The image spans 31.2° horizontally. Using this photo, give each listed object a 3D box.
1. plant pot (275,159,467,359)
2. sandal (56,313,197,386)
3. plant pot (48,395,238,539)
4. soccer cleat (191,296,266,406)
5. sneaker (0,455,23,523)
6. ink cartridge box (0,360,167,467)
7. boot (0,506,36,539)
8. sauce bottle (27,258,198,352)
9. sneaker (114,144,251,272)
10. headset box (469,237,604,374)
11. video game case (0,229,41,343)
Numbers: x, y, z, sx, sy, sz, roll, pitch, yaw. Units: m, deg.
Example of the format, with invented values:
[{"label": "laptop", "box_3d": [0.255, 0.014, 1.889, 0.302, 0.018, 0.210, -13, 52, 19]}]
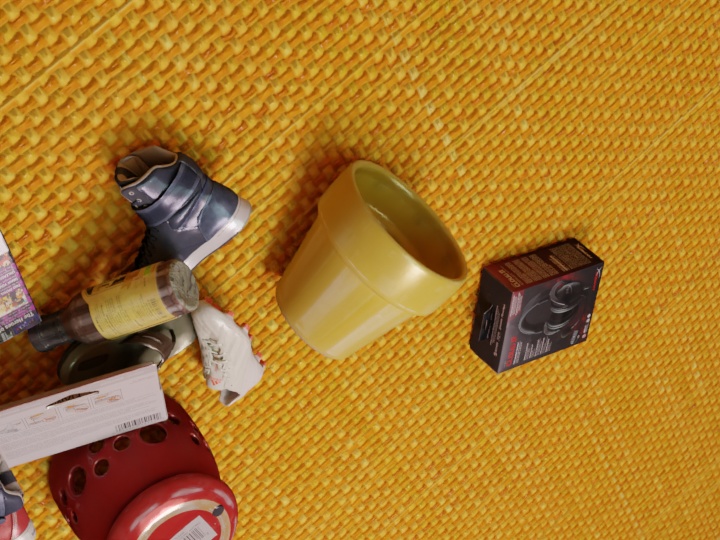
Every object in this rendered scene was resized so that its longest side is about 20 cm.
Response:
[{"label": "plant pot", "box_3d": [0.000, 0.000, 1.589, 0.189, 0.202, 0.200, -44, 140, 22]}, {"label": "sandal", "box_3d": [-0.265, 0.101, 1.520, 0.200, 0.057, 0.081, -22, 137, -44]}, {"label": "plant pot", "box_3d": [-0.260, 0.279, 1.583, 0.198, 0.182, 0.203, -19, 129, -26]}, {"label": "soccer cleat", "box_3d": [-0.168, 0.105, 1.585, 0.078, 0.069, 0.201, -53, 154, -17]}, {"label": "sneaker", "box_3d": [-0.449, 0.271, 1.411, 0.146, 0.077, 0.202, -33, 179, -39]}, {"label": "ink cartridge box", "box_3d": [-0.322, 0.149, 1.456, 0.197, 0.045, 0.177, -16, 155, -13]}, {"label": "boot", "box_3d": [-0.496, 0.289, 1.494, 0.198, 0.072, 0.146, -24, 114, -6]}, {"label": "sauce bottle", "box_3d": [-0.276, 0.044, 1.420, 0.197, 0.065, 0.065, -18, 140, 17]}, {"label": "sneaker", "box_3d": [-0.241, -0.047, 1.436, 0.202, 0.077, 0.146, -42, 126, 15]}, {"label": "headset box", "box_3d": [0.252, 0.053, 1.903, 0.198, 0.077, 0.151, -17, 130, -31]}, {"label": "video game case", "box_3d": [-0.453, 0.030, 1.344, 0.198, 0.036, 0.183, -30, 135, -18]}]
